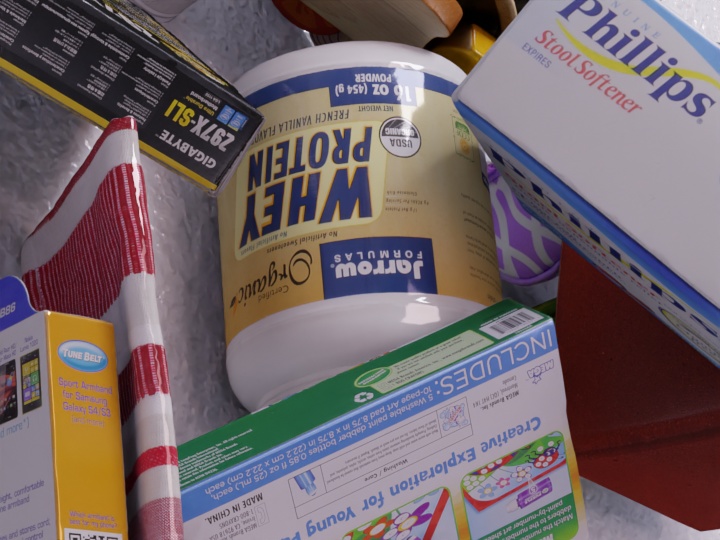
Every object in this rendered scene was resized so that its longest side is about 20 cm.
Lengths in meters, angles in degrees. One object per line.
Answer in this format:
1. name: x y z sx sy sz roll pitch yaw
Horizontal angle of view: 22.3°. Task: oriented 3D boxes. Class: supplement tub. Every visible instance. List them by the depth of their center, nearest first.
1. supplement tub: 0.000 0.000 0.937 0.144 0.144 0.201 17 59 -44

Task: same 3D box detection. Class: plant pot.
1. plant pot: 0.242 0.035 1.084 0.199 0.176 0.201 27 63 -46

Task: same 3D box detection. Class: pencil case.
1. pencil case: 0.142 -0.054 1.186 0.086 0.084 0.200 48 35 12

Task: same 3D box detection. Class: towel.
1. towel: -0.113 0.054 0.783 0.023 0.144 0.201 1 69 -26

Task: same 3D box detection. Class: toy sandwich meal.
1. toy sandwich meal: -0.001 -0.152 0.989 0.205 0.205 0.070 46 64 -24

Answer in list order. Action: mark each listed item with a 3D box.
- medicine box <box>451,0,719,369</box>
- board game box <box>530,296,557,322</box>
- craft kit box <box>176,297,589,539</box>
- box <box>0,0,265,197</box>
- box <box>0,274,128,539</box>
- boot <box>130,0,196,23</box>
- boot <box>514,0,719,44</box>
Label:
1. medicine box: 0.161 -0.042 0.917 0.182 0.103 0.200 41 1 21
2. board game box: 0.102 0.078 1.093 0.200 0.047 0.102 -18 85 -52
3. craft kit box: 0.014 0.140 0.836 0.199 0.048 0.199 -22 113 -23
4. box: -0.154 -0.123 0.820 0.200 0.049 0.160 31 9 -35
5. box: -0.144 0.107 0.735 0.041 0.119 0.201 17 60 -43
6. boot: -0.126 -0.232 0.946 0.200 0.095 0.074 57 39 -12
7. boot: 0.159 -0.127 1.086 0.199 0.182 0.073 12 72 -22
